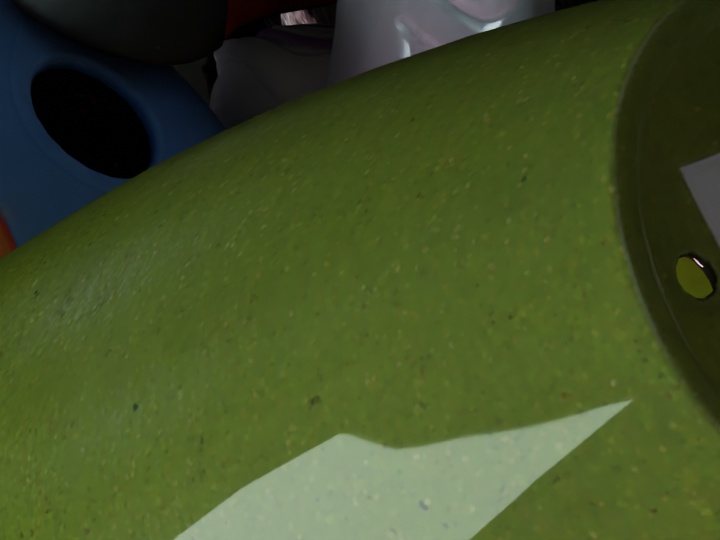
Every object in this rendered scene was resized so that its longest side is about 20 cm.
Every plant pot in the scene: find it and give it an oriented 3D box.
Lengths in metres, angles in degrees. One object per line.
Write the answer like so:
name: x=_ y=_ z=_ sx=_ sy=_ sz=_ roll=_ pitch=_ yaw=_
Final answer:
plant pot: x=0.028 y=0.036 z=0.501 sx=0.200 sy=0.186 sz=0.188 roll=-39 pitch=75 yaw=51

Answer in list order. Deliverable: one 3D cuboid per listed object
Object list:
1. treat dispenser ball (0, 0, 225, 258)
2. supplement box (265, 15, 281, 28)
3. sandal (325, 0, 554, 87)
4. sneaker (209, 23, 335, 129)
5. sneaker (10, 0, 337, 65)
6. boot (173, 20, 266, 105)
treat dispenser ball: x=-0.113 y=0.025 z=0.692 sx=0.202 sy=0.200 sz=0.201 roll=61 pitch=170 yaw=19
supplement box: x=-0.051 y=-0.013 z=0.924 sx=0.109 sy=0.060 sz=0.201 roll=55 pitch=-153 yaw=-74
sandal: x=0.034 y=-0.042 z=0.652 sx=0.079 sy=0.059 sz=0.208 roll=34 pitch=131 yaw=41
sneaker: x=0.000 y=0.000 z=0.787 sx=0.200 sy=0.074 sz=0.100 roll=69 pitch=-151 yaw=-69
sneaker: x=-0.020 y=-0.122 z=0.709 sx=0.067 sy=0.108 sz=0.201 roll=26 pitch=-159 yaw=6
boot: x=-0.099 y=-0.070 z=0.851 sx=0.077 sy=0.137 sz=0.202 roll=46 pitch=-136 yaw=-72
